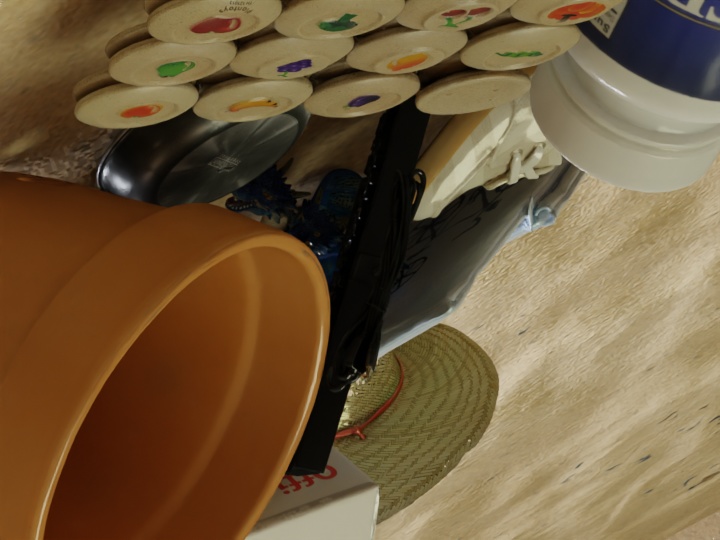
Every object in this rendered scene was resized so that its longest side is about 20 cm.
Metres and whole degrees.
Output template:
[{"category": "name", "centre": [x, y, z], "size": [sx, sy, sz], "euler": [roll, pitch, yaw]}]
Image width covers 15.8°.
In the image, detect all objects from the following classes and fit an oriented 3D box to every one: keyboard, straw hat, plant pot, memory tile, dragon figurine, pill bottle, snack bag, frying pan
[{"category": "keyboard", "centre": [0.000, 0.000, 1.222], "size": [0.021, 0.200, 0.127], "euler": [18, 170, -11]}, {"category": "straw hat", "centre": [-0.026, 0.058, 1.485], "size": [0.201, 0.201, 0.085], "euler": [-26, 127, -11]}, {"category": "plant pot", "centre": [-0.126, 0.046, 1.124], "size": [0.200, 0.140, 0.200], "euler": [-43, 148, -35]}, {"category": "memory tile", "centre": [-0.004, -0.087, 1.010], "size": [0.200, 0.017, 0.153], "euler": [-5, 167, -24]}, {"category": "dragon figurine", "centre": [-0.015, -0.013, 1.360], "size": [0.099, 0.059, 0.200], "euler": [-37, 161, 28]}, {"category": "pill bottle", "centre": [0.146, -0.133, 1.088], "size": [0.120, 0.120, 0.200], "euler": [-18, 147, -34]}, {"category": "snack bag", "centre": [0.039, 0.000, 1.374], "size": [0.188, 0.021, 0.200], "euler": [-32, -167, 44]}, {"category": "frying pan", "centre": [-0.100, -0.044, 1.190], "size": [0.190, 0.031, 0.115], "euler": [-29, 163, -9]}]

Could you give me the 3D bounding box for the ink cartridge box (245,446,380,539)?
[{"category": "ink cartridge box", "centre": [-0.107, 0.108, 1.305], "size": [0.145, 0.200, 0.085], "euler": [-17, 131, -35]}]

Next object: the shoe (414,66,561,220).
[{"category": "shoe", "centre": [0.101, -0.086, 1.270], "size": [0.200, 0.053, 0.070], "euler": [-40, 173, -5]}]

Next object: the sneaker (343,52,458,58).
[{"category": "sneaker", "centre": [-0.004, -0.118, 1.059], "size": [0.081, 0.075, 0.200], "euler": [-31, 157, 36]}]
